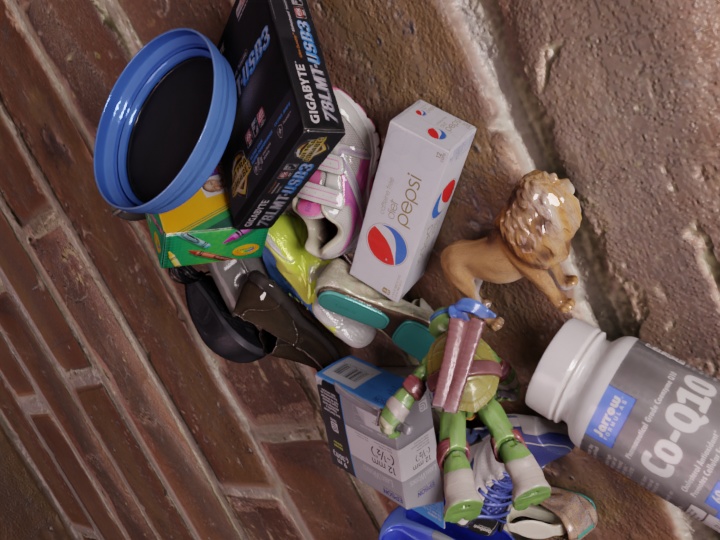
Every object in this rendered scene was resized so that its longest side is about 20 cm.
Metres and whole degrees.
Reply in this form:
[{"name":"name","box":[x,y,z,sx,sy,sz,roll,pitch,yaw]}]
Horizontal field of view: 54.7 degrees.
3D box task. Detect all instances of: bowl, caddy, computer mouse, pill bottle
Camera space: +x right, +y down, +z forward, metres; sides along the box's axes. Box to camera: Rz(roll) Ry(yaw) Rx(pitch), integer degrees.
[{"name":"bowl","box":[-0.207,-0.154,0.732,0.200,0.039,0.202,-13,68,35]},{"name":"caddy","box":[0.117,0.378,0.894,0.199,0.141,0.106,21,132,32]},{"name":"computer mouse","box":[-0.196,0.067,0.958,0.138,0.053,0.200,34,-171,-49]},{"name":"pill bottle","box":[0.256,0.129,0.613,0.199,0.114,0.114,29,133,27]}]

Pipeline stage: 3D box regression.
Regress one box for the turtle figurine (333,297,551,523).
[{"name":"turtle figurine","box":[0.097,0.148,0.686,0.200,0.143,0.195,-47,42,34]}]

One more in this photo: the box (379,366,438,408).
[{"name":"box","box":[0.044,0.148,0.884,0.199,0.041,0.039,-10,108,46]}]

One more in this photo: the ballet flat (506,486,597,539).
[{"name":"ballet flat","box":[0.176,0.276,0.823,0.199,0.067,0.069,-2,115,45]}]

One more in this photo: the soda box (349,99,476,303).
[{"name":"soda box","box":[0.049,-0.066,0.715,0.068,0.064,0.201,31,134,16]}]

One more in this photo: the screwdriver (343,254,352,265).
[{"name":"screwdriver","box":[0.000,0.000,0.835,0.029,0.028,0.201,-32,94,44]}]

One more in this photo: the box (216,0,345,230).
[{"name":"box","box":[-0.098,-0.173,0.707,0.200,0.049,0.200,-40,61,54]}]

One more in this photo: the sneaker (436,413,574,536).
[{"name":"sneaker","box":[0.154,0.229,0.765,0.080,0.116,0.199,17,153,-24]}]

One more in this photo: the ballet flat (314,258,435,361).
[{"name":"ballet flat","box":[0.044,0.046,0.795,0.199,0.063,0.067,29,142,-9]}]

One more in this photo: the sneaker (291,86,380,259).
[{"name":"sneaker","box":[-0.030,-0.096,0.756,0.081,0.088,0.201,13,124,38]}]

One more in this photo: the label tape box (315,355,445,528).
[{"name":"label tape box","box":[0.025,0.221,0.853,0.143,0.066,0.202,15,120,48]}]

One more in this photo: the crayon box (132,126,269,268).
[{"name":"crayon box","box":[-0.195,-0.100,0.816,0.201,0.118,0.058,63,147,32]}]

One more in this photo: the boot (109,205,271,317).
[{"name":"boot","box":[-0.204,-0.032,0.908,0.072,0.181,0.201,4,117,63]}]

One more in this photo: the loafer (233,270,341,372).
[{"name":"loafer","box":[-0.098,0.084,0.912,0.200,0.071,0.073,50,168,-32]}]

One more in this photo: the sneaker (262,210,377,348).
[{"name":"sneaker","box":[-0.057,0.015,0.885,0.201,0.076,0.105,54,158,0]}]

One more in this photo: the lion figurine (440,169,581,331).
[{"name":"lion figurine","box":[0.131,-0.011,0.665,0.199,0.073,0.123,-26,111,42]}]
